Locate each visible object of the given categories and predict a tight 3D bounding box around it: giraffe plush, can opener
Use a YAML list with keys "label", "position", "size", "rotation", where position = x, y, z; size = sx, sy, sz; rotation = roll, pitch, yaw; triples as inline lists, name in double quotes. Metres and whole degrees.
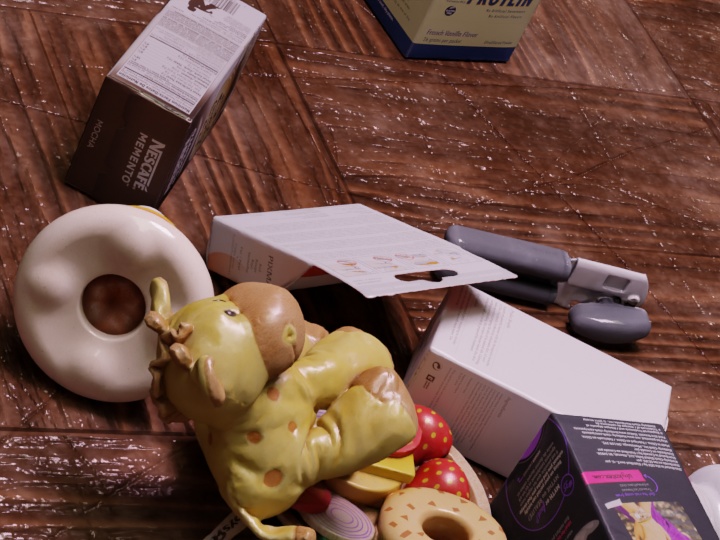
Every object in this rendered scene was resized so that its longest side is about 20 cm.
- label: "giraffe plush"
  position: [-0.078, 0.075, 1.516]
  size: [0.172, 0.163, 0.200]
  rotation: [11, 50, 42]
- label: "can opener"
  position: [0.160, 0.015, 1.908]
  size: [0.198, 0.054, 0.067]
  rotation: [13, 37, -20]

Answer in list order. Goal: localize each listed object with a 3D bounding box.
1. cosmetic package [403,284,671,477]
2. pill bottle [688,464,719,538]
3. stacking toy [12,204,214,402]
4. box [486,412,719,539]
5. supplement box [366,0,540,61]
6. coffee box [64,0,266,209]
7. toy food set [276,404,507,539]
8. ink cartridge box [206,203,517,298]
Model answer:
- label: "cosmetic package"
  position: [0.137, 0.104, 1.751]
  size: [0.199, 0.085, 0.108]
  rotation: [28, 34, -1]
- label: "pill bottle"
  position: [0.306, 0.208, 1.715]
  size: [0.198, 0.111, 0.111]
  rotation: [7, 40, -28]
- label: "stacking toy"
  position: [-0.172, 0.001, 1.663]
  size: [0.145, 0.147, 0.200]
  rotation: [25, 16, -5]
- label: "box"
  position: [0.186, 0.217, 1.610]
  size: [0.105, 0.123, 0.201]
  rotation: [8, 40, -28]
- label: "supplement box"
  position: [0.092, -0.346, 2.185]
  size: [0.133, 0.201, 0.201]
  rotation: [-2, 45, -36]
- label: "coffee box"
  position: [-0.158, -0.143, 1.832]
  size: [0.079, 0.113, 0.200]
  rotation: [28, 36, 0]
- label: "toy food set"
  position: [0.011, 0.155, 1.631]
  size: [0.196, 0.049, 0.201]
  rotation: [16, 37, -18]
- label: "ink cartridge box"
  position: [0.000, 0.000, 1.754]
  size: [0.161, 0.051, 0.199]
  rotation: [-7, 24, -40]
